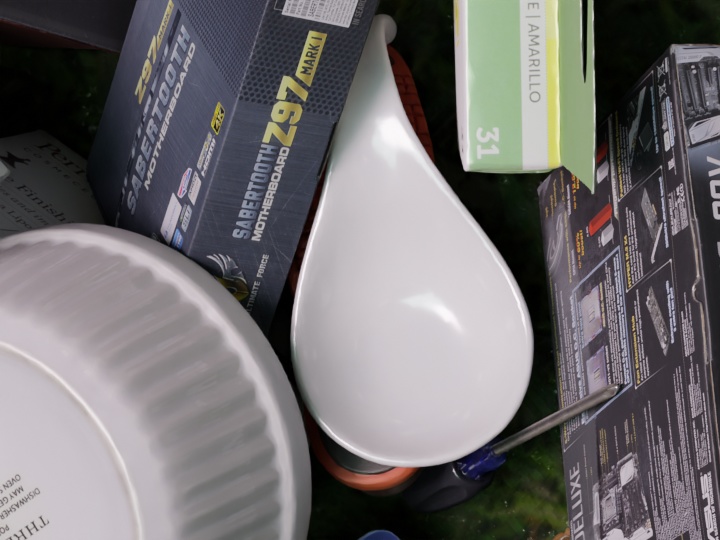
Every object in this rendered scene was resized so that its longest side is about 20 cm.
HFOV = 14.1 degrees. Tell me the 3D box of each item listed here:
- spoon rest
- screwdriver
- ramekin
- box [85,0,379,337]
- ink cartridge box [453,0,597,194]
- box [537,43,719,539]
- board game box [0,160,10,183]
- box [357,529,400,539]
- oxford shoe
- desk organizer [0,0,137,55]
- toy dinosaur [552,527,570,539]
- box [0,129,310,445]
[{"bbox_3d":[0.011,-0.016,1.200,0.099,0.061,0.200,-13,73,2],"label":"spoon rest"},{"bbox_3d":[0.067,0.072,1.214,0.200,0.029,0.028,-32,61,59],"label":"screwdriver"},{"bbox_3d":[-0.130,0.089,1.166,0.200,0.105,0.200,7,105,25],"label":"ramekin"},{"bbox_3d":[-0.055,-0.088,1.224,0.051,0.158,0.200,10,116,-22],"label":"box"},{"bbox_3d":[0.062,-0.110,1.151,0.048,0.200,0.146,-2,98,1],"label":"ink cartridge box"},{"bbox_3d":[0.124,0.033,1.139,0.050,0.158,0.200,1,70,-16],"label":"box"},{"bbox_3d":[-0.254,-0.024,1.176,0.148,0.064,0.200,47,125,4],"label":"board game box"},{"bbox_3d":[-0.031,0.210,1.285,0.200,0.032,0.121,-38,116,13],"label":"box"},{"bbox_3d":[0.000,0.000,1.268,0.071,0.073,0.200,-1,78,6],"label":"oxford shoe"},{"bbox_3d":[-0.177,-0.141,1.244,0.077,0.200,0.072,4,87,26],"label":"desk organizer"},{"bbox_3d":[0.053,0.204,1.256,0.106,0.200,0.060,40,158,-6],"label":"toy dinosaur"},{"bbox_3d":[-0.147,0.075,1.308,0.199,0.131,0.200,36,111,15],"label":"box"}]
